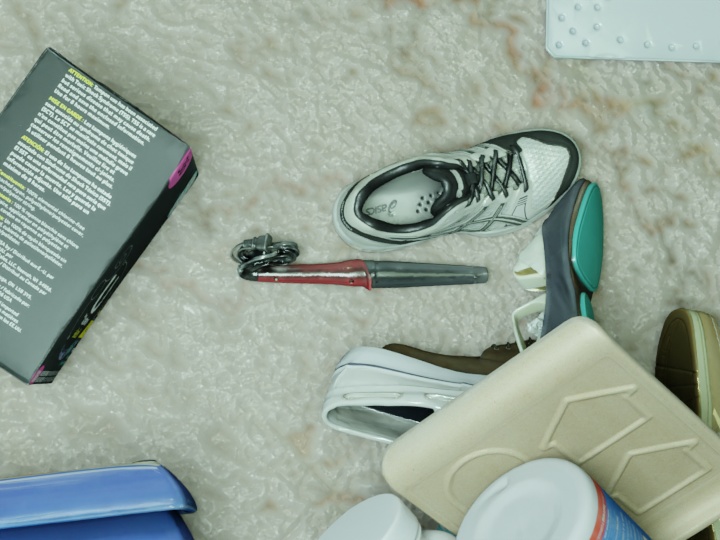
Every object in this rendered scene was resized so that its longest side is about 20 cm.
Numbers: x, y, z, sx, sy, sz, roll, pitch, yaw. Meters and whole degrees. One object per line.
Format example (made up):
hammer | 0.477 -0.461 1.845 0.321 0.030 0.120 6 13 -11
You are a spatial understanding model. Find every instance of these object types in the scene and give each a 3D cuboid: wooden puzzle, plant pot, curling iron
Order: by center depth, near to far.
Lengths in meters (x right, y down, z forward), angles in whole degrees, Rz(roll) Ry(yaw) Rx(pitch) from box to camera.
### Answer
wooden puzzle | 0.142 0.132 1.122 0.185 0.046 0.200 -37 119 21
plant pot | -0.196 0.233 1.143 0.199 0.200 0.180 -7 81 -4
curling iron | 0.000 0.000 1.246 0.200 0.050 0.026 6 66 -8

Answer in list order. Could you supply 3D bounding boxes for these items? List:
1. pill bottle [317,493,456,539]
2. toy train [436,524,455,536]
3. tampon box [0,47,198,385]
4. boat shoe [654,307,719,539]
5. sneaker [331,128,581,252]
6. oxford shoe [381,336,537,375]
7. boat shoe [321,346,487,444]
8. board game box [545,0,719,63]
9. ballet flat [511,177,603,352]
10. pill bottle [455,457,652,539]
pill bottle | 0.054 0.254 1.126 0.112 0.112 0.200 -41 106 -5
toy train | 0.143 0.185 1.221 0.199 0.056 0.150 5 123 -4
tampon box | -0.224 -0.034 1.177 0.126 0.150 0.200 35 86 -1
boat shoe | 0.275 0.126 1.253 0.066 0.074 0.201 -6 89 -17
sneaker | 0.079 -0.058 1.233 0.200 0.088 0.076 -18 87 -6
oxford shoe | 0.104 0.089 1.246 0.200 0.073 0.085 17 57 3
boat shoe | 0.069 0.110 1.169 0.200 0.072 0.066 16 47 11
board game box | 0.244 -0.263 1.285 0.199 0.026 0.201 1 88 -5
ballet flat | 0.147 0.017 1.223 0.073 0.073 0.200 7 57 -4
pill bottle | 0.162 0.225 1.093 0.112 0.112 0.200 -47 119 -5
